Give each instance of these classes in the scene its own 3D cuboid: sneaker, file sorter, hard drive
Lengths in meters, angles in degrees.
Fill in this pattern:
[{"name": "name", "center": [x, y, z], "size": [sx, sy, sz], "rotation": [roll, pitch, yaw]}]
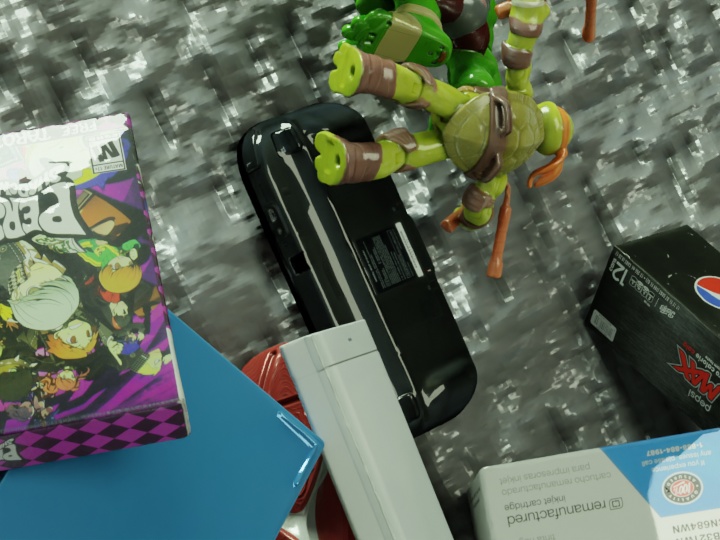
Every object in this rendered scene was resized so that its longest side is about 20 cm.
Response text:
[{"name": "sneaker", "center": [-0.020, 0.146, 1.584], "size": [0.115, 0.078, 0.200], "rotation": [36, 46, -49]}, {"name": "file sorter", "center": [-0.140, 0.133, 1.447], "size": [0.139, 0.123, 0.200], "rotation": [42, 54, -18]}, {"name": "hard drive", "center": [0.017, 0.126, 1.544], "size": [0.132, 0.027, 0.200], "rotation": [-11, 79, -79]}]

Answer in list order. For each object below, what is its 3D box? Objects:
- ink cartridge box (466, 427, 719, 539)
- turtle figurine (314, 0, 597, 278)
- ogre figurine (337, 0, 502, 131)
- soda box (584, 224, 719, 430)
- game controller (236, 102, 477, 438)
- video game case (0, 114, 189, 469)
[{"name": "ink cartridge box", "center": [0.150, 0.203, 1.628], "size": [0.146, 0.084, 0.200], "rotation": [-10, 77, -6]}, {"name": "turtle figurine", "center": [0.058, -0.074, 1.639], "size": [0.161, 0.200, 0.064], "rotation": [1, 35, -26]}, {"name": "ogre figurine", "center": [0.045, -0.154, 1.700], "size": [0.200, 0.098, 0.120], "rotation": [34, 41, -34]}, {"name": "soda box", "center": [0.228, 0.059, 1.723], "size": [0.071, 0.063, 0.200], "rotation": [-15, 46, -39]}, {"name": "game controller", "center": [0.000, 0.000, 1.663], "size": [0.104, 0.042, 0.200], "rotation": [-22, 88, -54]}, {"name": "video game case", "center": [-0.194, 0.017, 1.395], "size": [0.200, 0.036, 0.182], "rotation": [-10, 54, -5]}]
